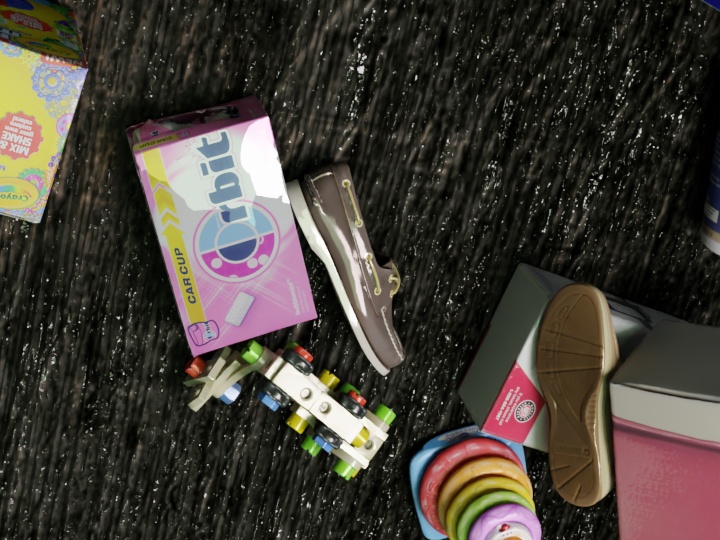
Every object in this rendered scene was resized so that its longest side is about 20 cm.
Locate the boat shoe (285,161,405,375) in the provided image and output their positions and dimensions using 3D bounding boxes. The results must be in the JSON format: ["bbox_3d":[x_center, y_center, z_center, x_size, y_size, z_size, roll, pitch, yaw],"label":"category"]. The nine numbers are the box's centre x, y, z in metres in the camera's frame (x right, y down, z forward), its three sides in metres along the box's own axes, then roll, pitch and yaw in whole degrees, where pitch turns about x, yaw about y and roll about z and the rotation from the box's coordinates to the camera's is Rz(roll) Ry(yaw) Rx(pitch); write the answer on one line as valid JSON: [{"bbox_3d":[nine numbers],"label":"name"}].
[{"bbox_3d":[0.000,0.000,1.257,0.059,0.072,0.201,-26,111,0],"label":"boat shoe"}]

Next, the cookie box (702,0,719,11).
[{"bbox_3d":[0.391,-0.265,1.193,0.199,0.171,0.076,-13,118,-9],"label":"cookie box"}]

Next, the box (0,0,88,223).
[{"bbox_3d":[-0.315,-0.145,1.043,0.199,0.193,0.123,16,108,-21],"label":"box"}]

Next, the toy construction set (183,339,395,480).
[{"bbox_3d":[-0.055,0.114,1.267,0.199,0.131,0.093,25,87,-18],"label":"toy construction set"}]

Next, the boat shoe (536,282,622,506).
[{"bbox_3d":[0.202,0.104,1.269,0.064,0.071,0.201,-17,112,-45],"label":"boat shoe"}]

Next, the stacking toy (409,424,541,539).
[{"bbox_3d":[0.124,0.236,1.316,0.115,0.200,0.110,-15,116,-7],"label":"stacking toy"}]

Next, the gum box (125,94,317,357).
[{"bbox_3d":[-0.116,-0.042,1.208,0.113,0.066,0.201,-17,116,-9],"label":"gum box"}]

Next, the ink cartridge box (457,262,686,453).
[{"bbox_3d":[0.215,0.098,1.347,0.199,0.083,0.146,19,106,-22],"label":"ink cartridge box"}]

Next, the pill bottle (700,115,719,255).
[{"bbox_3d":[0.374,-0.112,1.285,0.110,0.111,0.201,-2,112,-14],"label":"pill bottle"}]

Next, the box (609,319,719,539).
[{"bbox_3d":[0.295,0.163,1.261,0.128,0.108,0.201,-38,127,-48],"label":"box"}]
